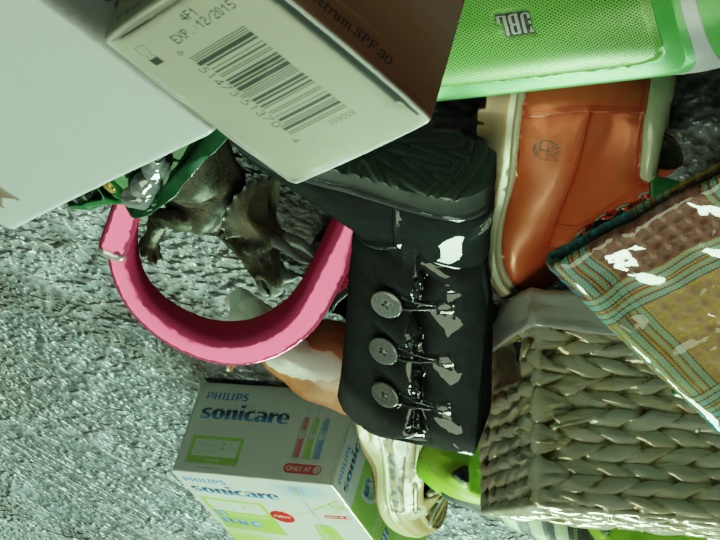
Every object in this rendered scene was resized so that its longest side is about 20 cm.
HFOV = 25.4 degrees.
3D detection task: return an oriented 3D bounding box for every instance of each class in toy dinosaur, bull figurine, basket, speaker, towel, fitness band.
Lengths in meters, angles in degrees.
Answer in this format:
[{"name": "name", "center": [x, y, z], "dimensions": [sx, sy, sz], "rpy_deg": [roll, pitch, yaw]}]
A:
[{"name": "toy dinosaur", "center": [-0.114, -0.067, 0.966], "dimensions": [0.102, 0.077, 0.200], "rpy_deg": [-26, 120, 28]}, {"name": "bull figurine", "center": [0.001, 0.066, 1.081], "dimensions": [0.198, 0.066, 0.121], "rpy_deg": [19, 180, 12]}, {"name": "basket", "center": [0.170, 0.090, 0.936], "dimensions": [0.197, 0.125, 0.136], "rpy_deg": [8, 168, -9]}, {"name": "speaker", "center": [0.084, -0.126, 0.726], "dimensions": [0.198, 0.089, 0.089], "rpy_deg": [-3, 145, 32]}, {"name": "towel", "center": [0.200, 0.027, 0.730], "dimensions": [0.146, 0.022, 0.200], "rpy_deg": [-30, 122, 35]}, {"name": "fitness band", "center": [-0.068, -0.035, 0.915], "dimensions": [0.142, 0.038, 0.201], "rpy_deg": [22, 117, -10]}]

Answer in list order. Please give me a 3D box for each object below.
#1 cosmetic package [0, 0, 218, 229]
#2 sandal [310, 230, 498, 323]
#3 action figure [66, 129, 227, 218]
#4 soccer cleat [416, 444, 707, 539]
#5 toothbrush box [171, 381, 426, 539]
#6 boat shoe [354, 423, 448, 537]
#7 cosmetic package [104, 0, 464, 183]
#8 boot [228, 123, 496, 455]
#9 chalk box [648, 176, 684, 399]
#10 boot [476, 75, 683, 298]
[{"name": "cosmetic package", "center": [-0.138, -0.158, 0.674], "dimensions": [0.167, 0.202, 0.165], "rpy_deg": [35, 146, -31]}, {"name": "sandal", "center": [0.013, 0.017, 0.985], "dimensions": [0.075, 0.045, 0.199], "rpy_deg": [38, 170, -23]}, {"name": "action figure", "center": [-0.102, -0.089, 0.823], "dimensions": [0.054, 0.119, 0.200], "rpy_deg": [-9, 154, -41]}, {"name": "soccer cleat", "center": [0.129, 0.148, 1.025], "dimensions": [0.198, 0.068, 0.081], "rpy_deg": [24, 164, -6]}, {"name": "toothbrush box", "center": [-0.042, 0.179, 1.309], "dimensions": [0.144, 0.087, 0.201], "rpy_deg": [2, 146, 25]}, {"name": "boat shoe", "center": [0.045, 0.144, 1.214], "dimensions": [0.062, 0.074, 0.201], "rpy_deg": [3, 145, 19]}, {"name": "cosmetic package", "center": [-0.009, -0.151, 0.617], "dimensions": [0.103, 0.202, 0.087], "rpy_deg": [34, 146, -30]}, {"name": "boot", "center": [0.001, 0.000, 0.881], "dimensions": [0.164, 0.066, 0.201], "rpy_deg": [25, 143, 25]}, {"name": "chalk box", "center": [0.236, 0.007, 0.806], "dimensions": [0.198, 0.126, 0.124], "rpy_deg": [25, 136, -16]}, {"name": "boot", "center": [0.117, -0.045, 0.862], "dimensions": [0.106, 0.076, 0.201], "rpy_deg": [7, 148, 8]}]
